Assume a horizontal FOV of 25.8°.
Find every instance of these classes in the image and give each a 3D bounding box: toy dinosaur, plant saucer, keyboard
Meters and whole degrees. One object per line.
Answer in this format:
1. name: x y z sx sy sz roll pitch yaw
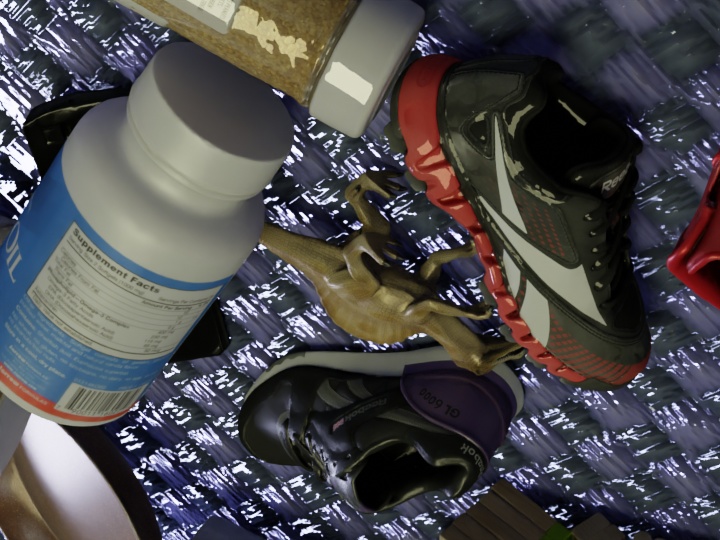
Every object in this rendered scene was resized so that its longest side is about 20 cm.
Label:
1. toy dinosaur: 0.000 0.000 0.827 0.199 0.058 0.101 28 140 2
2. plant saucer: -0.199 0.161 1.084 0.199 0.034 0.202 29 136 33
3. keyboard: -0.144 -0.026 0.915 0.103 0.040 0.201 -7 130 5

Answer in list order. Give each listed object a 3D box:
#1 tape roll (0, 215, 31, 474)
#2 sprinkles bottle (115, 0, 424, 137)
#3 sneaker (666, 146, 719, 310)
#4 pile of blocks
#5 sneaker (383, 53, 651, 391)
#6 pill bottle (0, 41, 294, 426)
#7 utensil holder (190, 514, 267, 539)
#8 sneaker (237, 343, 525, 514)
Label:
1. tape roll: -0.290 0.048 0.934 0.138 0.203 0.204 18 138 12
2. sprinkles bottle: -0.070 -0.138 0.722 0.199 0.068 0.068 30 139 1
3. sneaker: 0.173 -0.060 0.618 0.078 0.116 0.201 12 136 24
4. pile of blocks: 0.144 0.191 0.916 0.198 0.082 0.063 13 137 18
5. sneaker: 0.097 -0.021 0.738 0.097 0.071 0.201 -11 123 40
6. pill bottle: -0.118 -0.019 0.821 0.112 0.113 0.200 35 123 -7
7. utensil holder: -0.051 0.283 1.057 0.199 0.171 0.171 27 139 5
8. sneaker: -0.007 0.097 0.904 0.199 0.088 0.076 -14 124 39
